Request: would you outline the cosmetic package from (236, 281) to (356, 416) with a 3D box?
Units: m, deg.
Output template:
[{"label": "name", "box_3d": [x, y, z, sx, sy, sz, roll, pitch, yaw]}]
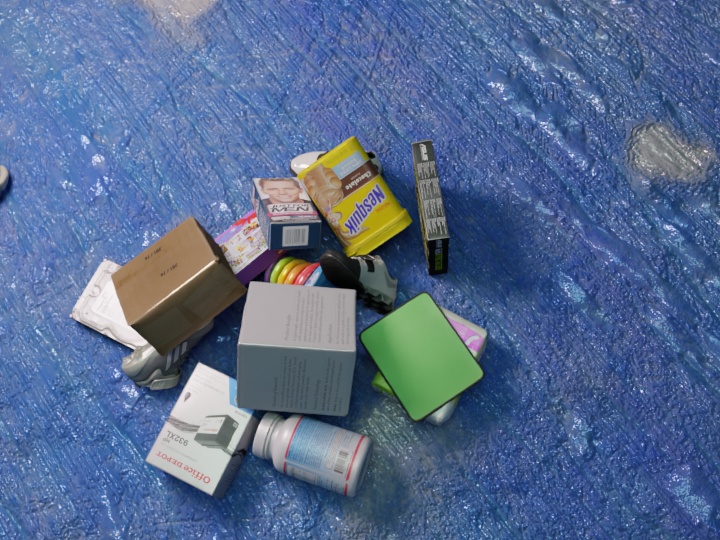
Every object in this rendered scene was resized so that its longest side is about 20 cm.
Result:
[{"label": "cosmetic package", "box_3d": [-0.111, 0.139, 1.321, 0.198, 0.166, 0.165, 5, 38, -3]}]

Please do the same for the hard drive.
[{"label": "hard drive", "box_3d": [-0.463, 0.077, 1.487, 0.199, 0.038, 0.140, 24, 74, 14]}]

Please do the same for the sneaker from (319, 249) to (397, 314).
[{"label": "sneaker", "box_3d": [0.000, 0.000, 1.408, 0.074, 0.200, 0.089, -3, 59, 41]}]

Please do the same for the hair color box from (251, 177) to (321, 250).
[{"label": "hair color box", "box_3d": [-0.148, -0.115, 1.447, 0.099, 0.061, 0.200, -3, 31, -17]}]

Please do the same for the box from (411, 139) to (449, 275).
[{"label": "box", "box_3d": [0.134, -0.115, 1.419, 0.047, 0.193, 0.201, -8, 69, 1]}]

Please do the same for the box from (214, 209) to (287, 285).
[{"label": "box", "box_3d": [-0.255, -0.019, 1.465, 0.200, 0.039, 0.137, -39, 43, -5]}]

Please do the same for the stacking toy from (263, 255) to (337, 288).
[{"label": "stacking toy", "box_3d": [-0.145, 0.010, 1.461, 0.199, 0.110, 0.116, 28, 72, 29]}]

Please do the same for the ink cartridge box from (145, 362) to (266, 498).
[{"label": "ink cartridge box", "box_3d": [-0.277, 0.294, 1.367, 0.144, 0.084, 0.201, 23, 74, 11]}]

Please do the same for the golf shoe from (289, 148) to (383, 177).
[{"label": "golf shoe", "box_3d": [-0.052, -0.226, 1.526, 0.198, 0.095, 0.078, 3, 64, 6]}]

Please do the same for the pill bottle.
[{"label": "pill bottle", "box_3d": [-0.086, 0.322, 1.328, 0.199, 0.109, 0.109, 17, 73, 11]}]

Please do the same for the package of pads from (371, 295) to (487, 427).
[{"label": "package of pads", "box_3d": [0.134, 0.170, 1.385, 0.154, 0.068, 0.201, 28, 76, 15]}]

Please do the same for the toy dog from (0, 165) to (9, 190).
[{"label": "toy dog", "box_3d": [-0.877, -0.208, 1.575, 0.200, 0.140, 0.194, 38, 65, 16]}]

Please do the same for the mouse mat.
[{"label": "mouse mat", "box_3d": [0.109, 0.154, 1.353, 0.160, 0.008, 0.201, -32, 68, -6]}]

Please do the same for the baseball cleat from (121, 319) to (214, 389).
[{"label": "baseball cleat", "box_3d": [-0.351, 0.157, 1.417, 0.199, 0.107, 0.070, -27, 28, 6]}]

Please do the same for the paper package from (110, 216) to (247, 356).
[{"label": "paper package", "box_3d": [-0.338, 0.024, 1.372, 0.200, 0.104, 0.191, -38, 41, -2]}]

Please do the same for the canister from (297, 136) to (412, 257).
[{"label": "canister", "box_3d": [-0.014, -0.141, 1.448, 0.148, 0.087, 0.201, -34, 100, 2]}]
